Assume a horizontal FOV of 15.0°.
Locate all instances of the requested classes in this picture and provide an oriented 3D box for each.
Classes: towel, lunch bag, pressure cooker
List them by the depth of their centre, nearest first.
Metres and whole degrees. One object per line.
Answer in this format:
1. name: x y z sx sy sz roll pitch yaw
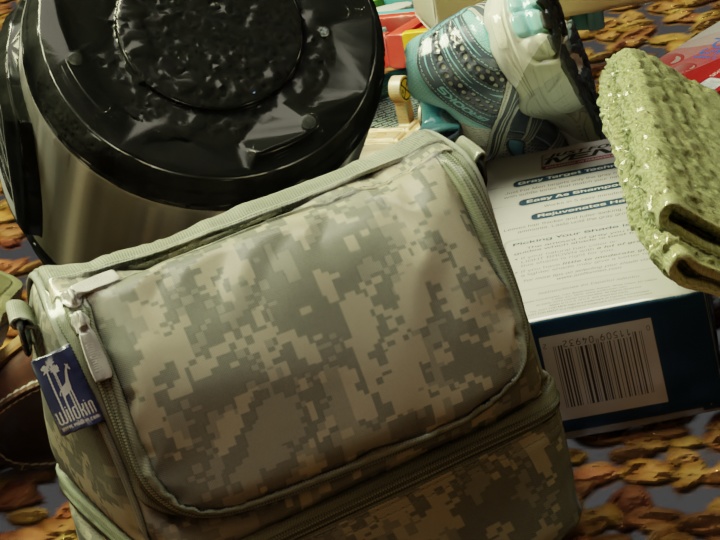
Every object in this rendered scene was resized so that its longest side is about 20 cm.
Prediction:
1. lunch bag: -0.028 0.048 1.077 0.200 0.168 0.139 -22 24 -17
2. towel: 0.171 -0.024 1.191 0.148 0.037 0.200 28 23 -17
3. pressure cooker: -0.085 -0.066 1.325 0.176 0.179 0.200 -39 -13 -24

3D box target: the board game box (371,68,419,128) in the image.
1. board game box: -0.035 -0.056 1.500 0.200 0.028 0.135 -20 24 -15

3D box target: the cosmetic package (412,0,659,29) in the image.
1. cosmetic package: 0.126 -0.179 1.447 0.200 0.071 0.105 -10 14 -3

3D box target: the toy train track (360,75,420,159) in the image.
1. toy train track: 0.046 -0.098 1.475 0.114 0.033 0.200 -1 24 27

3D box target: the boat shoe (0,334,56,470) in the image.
1. boat shoe: -0.090 0.047 1.215 0.200 0.070 0.070 -25 42 24

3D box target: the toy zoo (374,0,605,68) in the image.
1. toy zoo: 0.041 -0.137 1.527 0.200 0.021 0.131 -3 16 25

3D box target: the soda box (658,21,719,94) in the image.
1. soda box: 0.215 -0.097 1.398 0.063 0.070 0.200 9 32 44

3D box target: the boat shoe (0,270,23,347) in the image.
1. boat shoe: -0.205 0.042 1.271 0.075 0.069 0.200 19 9 7

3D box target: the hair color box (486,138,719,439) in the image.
1. hair color box: 0.108 0.003 1.241 0.100 0.061 0.200 -10 23 8

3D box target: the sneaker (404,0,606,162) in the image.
1. sneaker: 0.071 -0.087 1.350 0.086 0.078 0.200 -15 -20 10
